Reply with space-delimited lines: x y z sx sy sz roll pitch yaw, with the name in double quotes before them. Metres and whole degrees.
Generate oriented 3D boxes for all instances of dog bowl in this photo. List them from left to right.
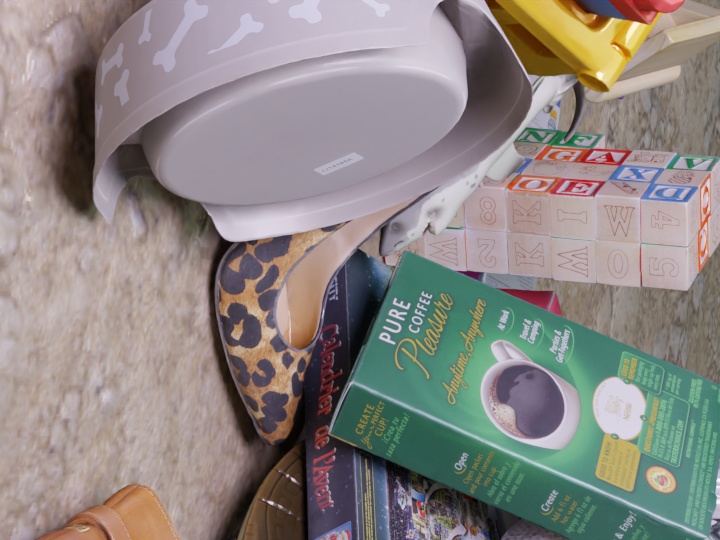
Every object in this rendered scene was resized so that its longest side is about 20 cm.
"dog bowl" -0.026 -0.077 0.782 0.200 0.199 0.059 28 46 -66

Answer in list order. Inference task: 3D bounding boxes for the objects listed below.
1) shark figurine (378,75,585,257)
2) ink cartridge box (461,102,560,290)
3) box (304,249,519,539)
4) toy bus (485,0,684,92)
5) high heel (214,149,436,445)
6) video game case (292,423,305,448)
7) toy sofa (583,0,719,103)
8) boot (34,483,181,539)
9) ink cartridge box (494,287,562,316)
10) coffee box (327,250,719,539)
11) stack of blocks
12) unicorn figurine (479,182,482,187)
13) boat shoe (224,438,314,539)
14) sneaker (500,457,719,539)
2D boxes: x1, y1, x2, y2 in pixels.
"shark figurine" 0.075 -0.110 1.000 0.214 0.089 0.128 -41 166 -43
"ink cartridge box" 0.104 -0.067 1.277 0.119 0.042 0.202 24 75 -66
"box" 0.029 0.097 0.985 0.136 0.038 0.201 30 43 -36
"toy bus" 0.066 -0.173 0.810 0.200 0.192 0.136 37 86 -28
"high heel" 0.000 0.000 0.910 0.071 0.142 0.202 -26 119 -66
"video game case" 0.002 0.143 1.103 0.201 0.023 0.183 -62 149 -42
"toy sofa" 0.118 -0.193 0.991 0.083 0.097 0.201 -19 81 -48
"boot" -0.122 0.206 0.779 0.155 0.076 0.201 -45 128 -62
"ink cartridge box" 0.076 0.131 1.143 0.146 0.083 0.201 73 31 -41
"coffee box" 0.092 0.074 0.934 0.123 0.199 0.044 -68 -179 -50
"stack of blocks" 0.125 -0.043 1.127 0.115 0.199 0.059 -43 133 -56
"unicorn figurine" 0.062 -0.151 1.135 0.137 0.073 0.202 -12 92 -57
"boat shoe" -0.052 0.165 0.928 0.073 0.065 0.200 45 41 -11
"sneaker" 0.171 0.174 0.989 0.199 0.075 0.115 -13 91 -29
